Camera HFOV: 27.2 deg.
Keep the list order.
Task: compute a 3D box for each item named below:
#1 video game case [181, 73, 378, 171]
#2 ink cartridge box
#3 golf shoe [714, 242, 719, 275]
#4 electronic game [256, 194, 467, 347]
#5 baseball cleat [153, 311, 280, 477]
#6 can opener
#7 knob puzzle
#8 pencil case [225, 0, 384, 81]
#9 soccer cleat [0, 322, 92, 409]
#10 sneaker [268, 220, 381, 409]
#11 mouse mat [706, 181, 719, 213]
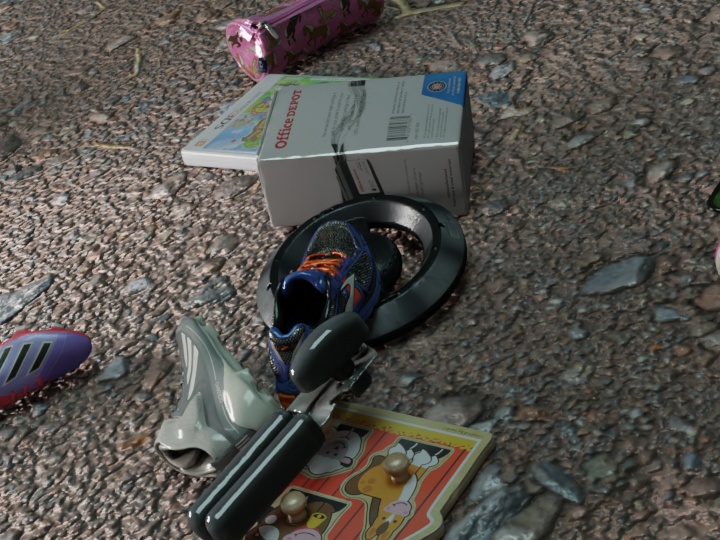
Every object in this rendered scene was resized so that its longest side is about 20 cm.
[{"bbox_3d":[-0.073,-0.166,1.663,0.198,0.022,0.182,7,39,34],"label":"video game case"},{"bbox_3d":[0.009,-0.121,1.470,0.197,0.085,0.145,-3,35,10],"label":"ink cartridge box"},{"bbox_3d":[0.354,0.006,1.124,0.198,0.076,0.091,8,31,36],"label":"golf shoe"},{"bbox_3d":[0.000,0.000,1.344,0.197,0.042,0.201,-14,39,11],"label":"electronic game"},{"bbox_3d":[-0.136,0.102,1.225,0.106,0.070,0.200,-40,25,-7],"label":"baseball cleat"},{"bbox_3d":[-0.059,0.117,1.117,0.052,0.067,0.201,0,46,54],"label":"can opener"},{"bbox_3d":[-0.023,0.164,1.107,0.217,0.031,0.221,-12,32,8],"label":"knob puzzle"},{"bbox_3d":[-0.066,-0.306,1.818,0.199,0.084,0.086,-31,26,-25],"label":"pencil case"},{"bbox_3d":[-0.334,0.106,1.335,0.197,0.067,0.077,-14,62,-6],"label":"soccer cleat"},{"bbox_3d":[-0.032,0.021,1.235,0.074,0.079,0.201,-8,38,16],"label":"sneaker"},{"bbox_3d":[0.388,-0.067,1.169,0.198,0.008,0.161,13,35,27],"label":"mouse mat"}]
